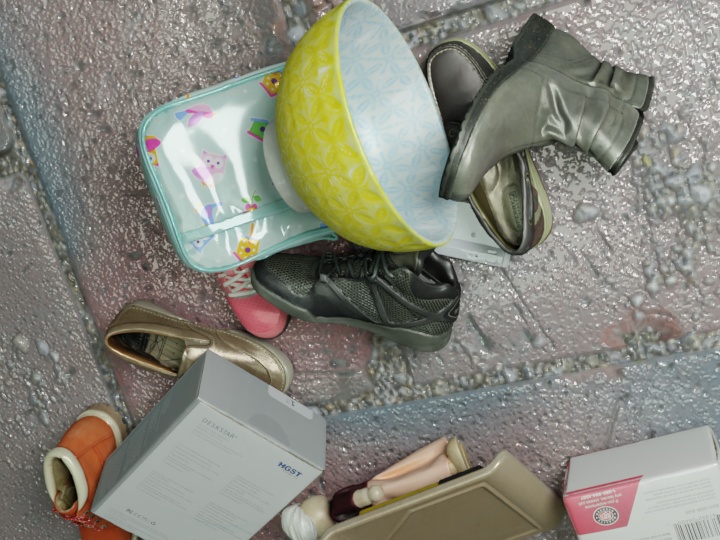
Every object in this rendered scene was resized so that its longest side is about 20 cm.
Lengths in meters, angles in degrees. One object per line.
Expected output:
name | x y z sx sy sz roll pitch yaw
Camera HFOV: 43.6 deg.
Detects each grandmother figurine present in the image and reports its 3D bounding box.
grandmother figurine | 0.015 0.225 0.903 0.198 0.121 0.061 -22 58 7

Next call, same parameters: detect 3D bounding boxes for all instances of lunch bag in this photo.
lunch bag | -0.086 -0.089 0.796 0.198 0.077 0.162 -21 95 -14

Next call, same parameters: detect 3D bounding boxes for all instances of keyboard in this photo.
keyboard | 0.047 -0.049 0.857 0.198 0.011 0.057 12 105 11

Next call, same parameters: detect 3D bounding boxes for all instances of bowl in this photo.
bowl | -0.012 -0.099 0.709 0.107 0.200 0.202 -17 102 24

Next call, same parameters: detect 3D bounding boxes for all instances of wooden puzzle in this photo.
wooden puzzle | 0.082 0.241 0.869 0.199 0.037 0.185 -29 141 14

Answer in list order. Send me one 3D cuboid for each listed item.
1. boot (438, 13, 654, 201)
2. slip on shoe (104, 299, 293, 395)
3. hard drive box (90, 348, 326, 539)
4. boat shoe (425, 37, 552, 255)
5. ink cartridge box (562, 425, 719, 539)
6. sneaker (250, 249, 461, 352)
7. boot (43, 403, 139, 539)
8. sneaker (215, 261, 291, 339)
boot | 0.155 -0.113 0.718 0.130 0.201 0.068 31 154 8
slip on shoe | -0.169 0.090 0.932 0.198 0.061 0.077 23 112 6
hard drive box | -0.155 0.201 0.929 0.155 0.077 0.200 35 117 -22
boat shoe | 0.112 -0.108 0.785 0.073 0.065 0.201 -26 95 23
ink cartridge box | 0.293 0.266 0.848 0.145 0.085 0.202 -18 100 20
sneaker | 0.000 0.000 0.828 0.198 0.077 0.115 16 131 1
boot | -0.305 0.263 1.006 0.074 0.107 0.202 1 109 14
sneaker | -0.129 -0.018 0.873 0.073 0.087 0.202 -13 104 20
